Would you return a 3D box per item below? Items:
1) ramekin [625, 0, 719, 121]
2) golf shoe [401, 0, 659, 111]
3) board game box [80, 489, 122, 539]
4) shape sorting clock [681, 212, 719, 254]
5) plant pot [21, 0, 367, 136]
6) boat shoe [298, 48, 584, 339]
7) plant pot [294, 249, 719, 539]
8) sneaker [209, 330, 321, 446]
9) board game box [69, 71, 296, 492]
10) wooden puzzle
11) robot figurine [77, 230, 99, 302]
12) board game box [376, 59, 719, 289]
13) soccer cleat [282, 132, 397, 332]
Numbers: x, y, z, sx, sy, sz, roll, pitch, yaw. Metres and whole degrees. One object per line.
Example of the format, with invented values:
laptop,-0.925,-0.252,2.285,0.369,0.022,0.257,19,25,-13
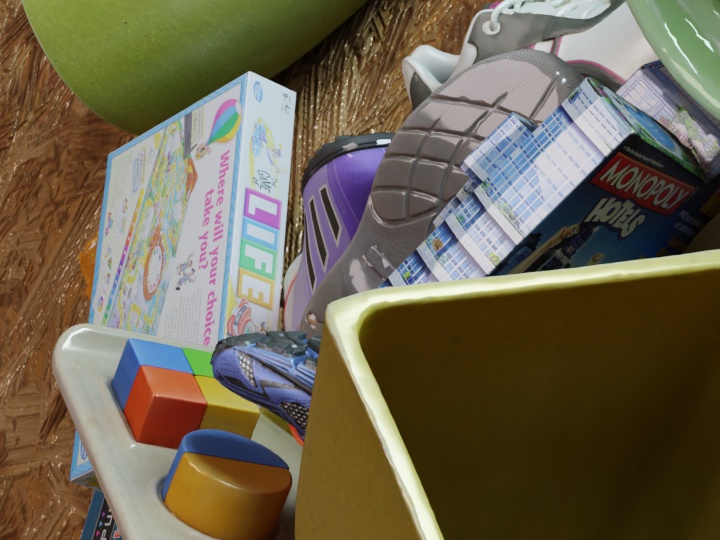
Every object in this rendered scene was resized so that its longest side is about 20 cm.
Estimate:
ramekin,0.190,-0.150,0.958,0.200,0.098,0.200,34,137,40
golf shoe,0.095,-0.097,1.161,0.200,0.088,0.077,-32,3,42
board game box,-0.083,0.147,1.329,0.200,0.047,0.151,-10,60,56
shape sorting clock,0.163,0.059,1.003,0.200,0.039,0.200,-30,54,55
plant pot,-0.064,-0.193,1.445,0.200,0.187,0.187,-18,53,34
boat shoe,0.045,-0.021,1.156,0.075,0.073,0.200,51,121,24
plant pot,0.083,0.136,0.905,0.200,0.194,0.196,109,147,-45
sneaker,0.014,0.097,1.060,0.078,0.200,0.075,-52,-4,7
board game box,-0.095,0.009,1.347,0.134,0.034,0.200,-25,52,46
wooden puzzle,-0.033,0.090,1.147,0.046,0.185,0.200,-65,28,24
robot figurine,-0.105,0.001,1.462,0.145,0.058,0.200,-58,30,14
board game box,0.093,-0.022,1.059,0.200,0.200,0.062,-46,66,10
soccer cleat,0.000,0.000,1.235,0.200,0.068,0.073,111,157,-61
